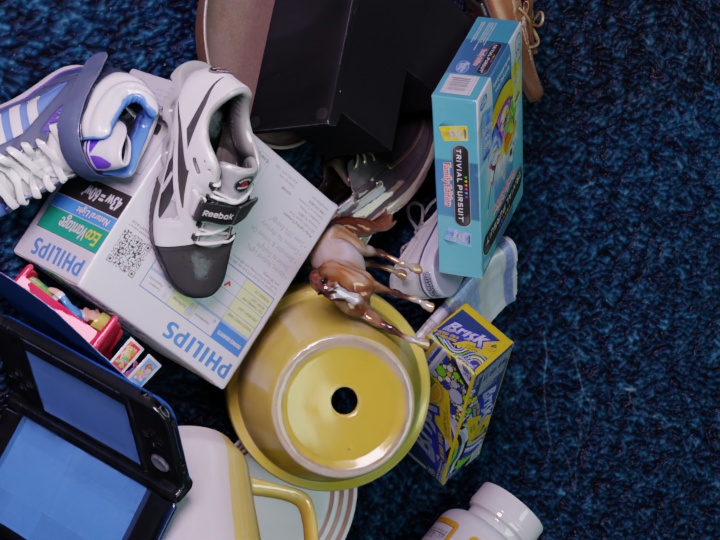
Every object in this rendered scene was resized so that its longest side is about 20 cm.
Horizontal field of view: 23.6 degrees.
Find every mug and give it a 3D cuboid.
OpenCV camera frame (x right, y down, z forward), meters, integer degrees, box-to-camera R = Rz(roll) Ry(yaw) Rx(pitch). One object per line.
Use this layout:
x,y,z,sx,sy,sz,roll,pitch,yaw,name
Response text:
-0.148,0.234,1.577,0.186,0.149,0.154,33,44,-46,mug

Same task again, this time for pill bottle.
0.106,0.332,1.873,0.200,0.113,0.113,-49,127,-16,pill bottle

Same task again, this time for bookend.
0.007,-0.182,1.592,0.200,0.092,0.200,32,62,-49,bookend

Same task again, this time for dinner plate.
-0.088,0.241,1.752,0.200,0.024,0.201,-13,112,-35,dinner plate

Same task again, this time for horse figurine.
0.000,0.000,1.587,0.132,0.200,0.050,22,116,-20,horse figurine

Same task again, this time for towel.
0.097,0.063,1.796,0.200,0.024,0.147,-48,160,-15,towel

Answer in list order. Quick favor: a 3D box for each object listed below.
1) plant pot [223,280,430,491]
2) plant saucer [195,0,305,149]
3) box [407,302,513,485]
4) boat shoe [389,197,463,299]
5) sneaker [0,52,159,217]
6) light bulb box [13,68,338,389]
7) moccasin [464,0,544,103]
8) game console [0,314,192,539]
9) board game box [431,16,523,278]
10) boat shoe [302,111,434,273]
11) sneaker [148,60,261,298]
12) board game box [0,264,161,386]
-0.025,0.113,1.607,0.200,0.189,0.202,0,93,-8,plant pot
-0.087,-0.211,1.575,0.200,0.034,0.201,0,90,-54,plant saucer
0.096,0.130,1.772,0.064,0.070,0.200,-35,153,-32,box
0.078,-0.032,1.769,0.075,0.086,0.202,64,35,-27,boat shoe
-0.257,-0.097,1.435,0.200,0.146,0.081,-43,125,-20,sneaker
-0.163,-0.037,1.541,0.198,0.125,0.200,40,78,-39,light bulb box
0.148,-0.265,1.756,0.078,0.074,0.202,-30,111,-16,moccasin
-0.255,0.161,1.466,0.118,0.199,0.171,-49,151,-31,game console
0.116,-0.118,1.657,0.151,0.047,0.201,-60,153,-48,board game box
0.001,-0.086,1.689,0.200,0.074,0.073,-54,129,-14,boat shoe
-0.124,-0.067,1.428,0.074,0.088,0.201,-11,110,-36,sneaker
-0.246,0.040,1.478,0.039,0.158,0.200,-52,127,-14,board game box
